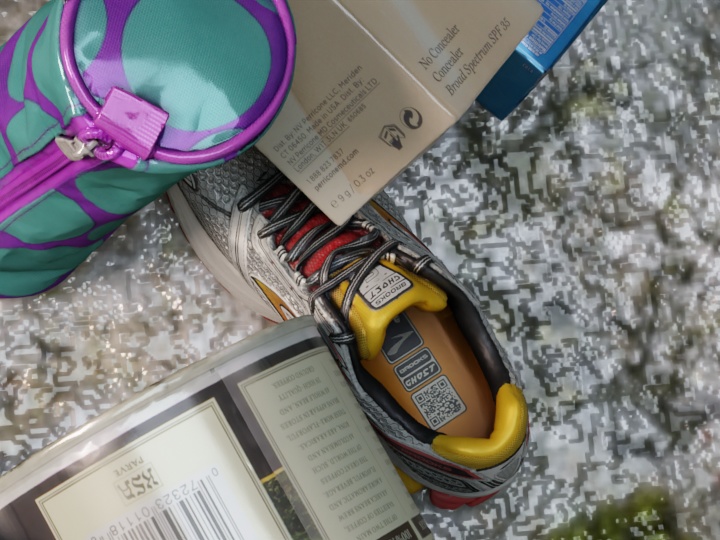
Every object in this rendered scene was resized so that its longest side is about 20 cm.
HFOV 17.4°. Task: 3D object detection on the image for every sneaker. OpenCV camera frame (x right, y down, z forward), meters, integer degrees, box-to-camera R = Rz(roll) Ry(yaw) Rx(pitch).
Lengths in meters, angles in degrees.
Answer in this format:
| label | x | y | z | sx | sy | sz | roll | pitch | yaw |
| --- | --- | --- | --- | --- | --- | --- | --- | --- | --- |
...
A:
| label | x | y | z | sx | sy | sz | roll | pitch | yaw |
| --- | --- | --- | --- | --- | --- | --- | --- | --- | --- |
| sneaker | 0.000 | 0.000 | 0.904 | 0.078 | 0.082 | 0.200 | -41 | 87 | -14 |

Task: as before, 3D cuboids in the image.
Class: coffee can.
| label | x | y | z | sx | sy | sz | roll | pitch | yaw |
| --- | --- | --- | --- | --- | --- | --- | --- | --- | --- |
| coffee can | -0.031 | 0.137 | 0.839 | 0.146 | 0.146 | 0.200 | -28 | 85 | -14 |

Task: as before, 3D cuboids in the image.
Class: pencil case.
| label | x | y | z | sx | sy | sz | roll | pitch | yaw |
| --- | --- | --- | --- | --- | --- | --- | --- | --- | --- |
| pencil case | -0.101 | -0.051 | 0.835 | 0.085 | 0.200 | 0.092 | 45 | 60 | -9 |

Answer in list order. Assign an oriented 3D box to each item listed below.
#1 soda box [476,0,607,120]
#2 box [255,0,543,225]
| label | x | y | z | sx | sy | sz | roll | pitch | yaw |
| --- | --- | --- | --- | --- | --- | --- | --- | --- | --- |
| soda box | 0.006 | -0.153 | 0.941 | 0.200 | 0.068 | 0.064 | 40 | 73 | -1 |
| box | -0.040 | -0.125 | 0.866 | 0.200 | 0.078 | 0.095 | 43 | 42 | -7 |
